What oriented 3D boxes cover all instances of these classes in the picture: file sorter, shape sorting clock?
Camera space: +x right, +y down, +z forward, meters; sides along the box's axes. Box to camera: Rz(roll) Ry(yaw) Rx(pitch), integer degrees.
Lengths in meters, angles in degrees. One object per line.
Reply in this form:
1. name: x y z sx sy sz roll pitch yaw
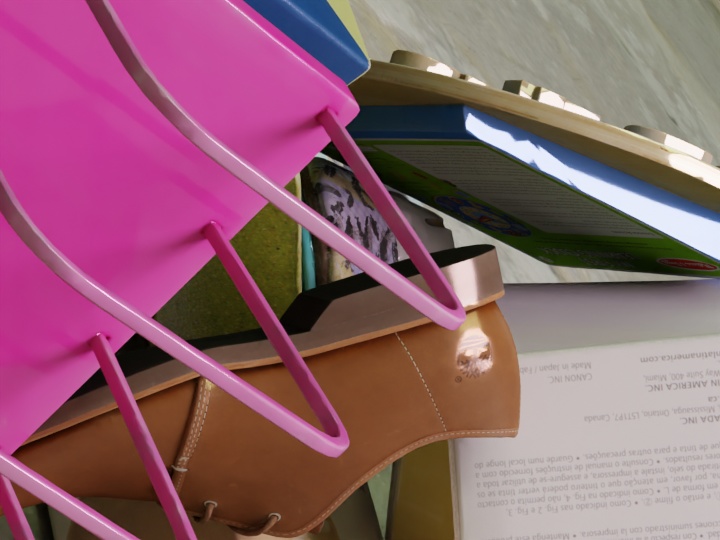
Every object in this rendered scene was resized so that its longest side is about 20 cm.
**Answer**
1. file sorter: -0.093 0.021 0.772 0.139 0.200 0.126 36 14 -41
2. shape sorting clock: 0.060 -0.039 1.035 0.199 0.039 0.200 21 -9 3

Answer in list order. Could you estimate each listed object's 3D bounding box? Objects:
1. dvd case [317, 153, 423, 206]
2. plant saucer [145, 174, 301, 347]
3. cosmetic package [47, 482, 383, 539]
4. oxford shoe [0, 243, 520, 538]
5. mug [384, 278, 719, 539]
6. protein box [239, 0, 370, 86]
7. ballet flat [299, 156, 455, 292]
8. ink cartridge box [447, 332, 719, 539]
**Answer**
1. dvd case: -0.039 -0.077 1.285 0.200 0.022 0.146 53 12 23
2. plant saucer: -0.068 -0.053 1.087 0.200 0.048 0.200 91 -16 -55
3. cosmetic package: -0.032 0.133 0.956 0.105 0.071 0.200 36 27 -45
4. oxford shoe: -0.045 0.053 0.907 0.071 0.199 0.072 -126 -160 -82
5. mug: 0.087 0.076 1.022 0.153 0.150 0.187 7 25 0
6. protein box: -0.144 -0.091 0.862 0.198 0.200 0.135 34 28 -44
7. ballet flat: 0.000 0.000 1.109 0.072 0.072 0.200 58 -12 8
8. ink cartridge box: 0.111 0.120 0.933 0.050 0.160 0.201 62 24 -76
